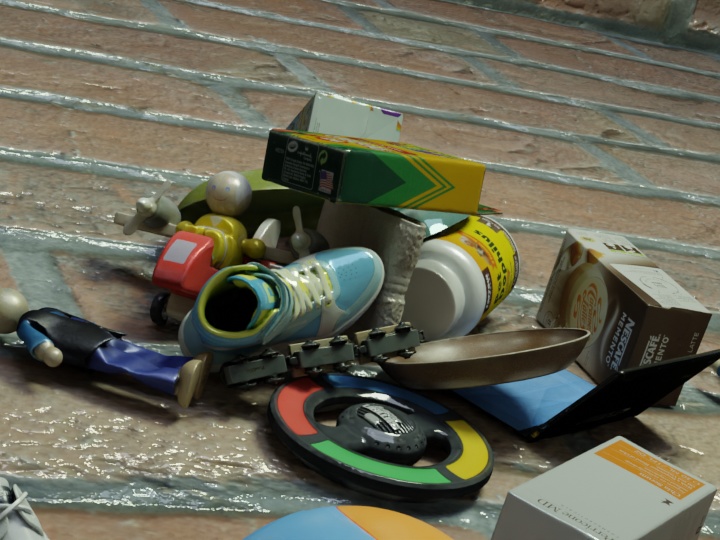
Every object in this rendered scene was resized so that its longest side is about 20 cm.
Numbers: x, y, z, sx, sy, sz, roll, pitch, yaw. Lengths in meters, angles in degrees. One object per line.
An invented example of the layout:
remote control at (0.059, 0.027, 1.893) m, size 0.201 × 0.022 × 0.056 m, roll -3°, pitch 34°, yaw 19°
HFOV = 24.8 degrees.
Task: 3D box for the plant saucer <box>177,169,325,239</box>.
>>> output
plant saucer at (-0.099, -0.072, 1.725) m, size 0.199 × 0.031 × 0.200 m, roll -3°, pitch -13°, yaw -1°

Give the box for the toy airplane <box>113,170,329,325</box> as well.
toy airplane at (-0.122, -0.028, 1.575) m, size 0.200 × 0.141 × 0.199 m, roll -1°, pitch 18°, yaw -21°

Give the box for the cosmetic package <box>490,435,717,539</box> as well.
cosmetic package at (0.196, 0.204, 1.316) m, size 0.101 × 0.071 × 0.200 m, roll 27°, pitch 22°, yaw 28°

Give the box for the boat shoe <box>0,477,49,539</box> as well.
boat shoe at (-0.244, 0.166, 1.066) m, size 0.072 × 0.069 × 0.200 m, roll -2°, pitch 26°, yaw -42°

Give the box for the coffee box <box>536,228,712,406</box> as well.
coffee box at (0.277, 0.048, 1.750) m, size 0.080 × 0.115 × 0.200 m, roll 8°, pitch 20°, yaw -23°

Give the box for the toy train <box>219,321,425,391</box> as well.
toy train at (-0.032, 0.076, 1.440) m, size 0.200 × 0.034 × 0.046 m, roll -10°, pitch -2°, yaw -28°

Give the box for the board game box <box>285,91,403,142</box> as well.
board game box at (-0.030, -0.122, 1.864) m, size 0.103 × 0.105 × 0.200 m, roll 13°, pitch -8°, yaw -11°

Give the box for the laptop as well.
laptop at (0.209, 0.091, 1.582) m, size 0.187 × 0.200 × 0.116 m, roll -7°, pitch 63°, yaw -48°

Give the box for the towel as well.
towel at (0.000, 0.000, 1.579) m, size 0.034 × 0.133 × 0.200 m, roll 11°, pitch 8°, yaw -26°

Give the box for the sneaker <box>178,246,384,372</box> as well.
sneaker at (-0.060, 0.023, 1.427) m, size 0.200 × 0.131 × 0.080 m, roll -26°, pitch 79°, yaw -16°

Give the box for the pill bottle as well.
pill bottle at (0.092, 0.010, 1.709) m, size 0.109 × 0.109 × 0.200 m, roll 21°, pitch 20°, yaw 14°

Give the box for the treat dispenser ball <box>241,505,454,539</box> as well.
treat dispenser ball at (-0.007, 0.229, 0.889) m, size 0.200 × 0.201 × 0.201 m, roll 15°, pitch 19°, yaw -5°

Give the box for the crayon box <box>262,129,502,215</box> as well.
crayon box at (0.025, -0.092, 1.548) m, size 0.200 × 0.051 × 0.127 m, roll 4°, pitch 10°, yaw -38°

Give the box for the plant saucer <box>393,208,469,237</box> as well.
plant saucer at (0.026, -0.044, 1.737) m, size 0.200 × 0.036 × 0.200 m, roll -22°, pitch 5°, yaw 2°

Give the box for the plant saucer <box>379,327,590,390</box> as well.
plant saucer at (0.115, 0.083, 1.515) m, size 0.200 × 0.032 × 0.200 m, roll -7°, pitch 2°, yaw 0°

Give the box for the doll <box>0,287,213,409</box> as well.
doll at (-0.229, 0.063, 1.394) m, size 0.200 × 0.049 × 0.136 m, roll 18°, pitch 9°, yaw 6°

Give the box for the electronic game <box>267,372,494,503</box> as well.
electronic game at (0.018, 0.139, 1.396) m, size 0.200 × 0.042 × 0.200 m, roll 15°, pitch 20°, yaw -5°

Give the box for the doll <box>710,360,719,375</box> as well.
doll at (0.435, 0.115, 1.770) m, size 0.136 × 0.049 × 0.200 m, roll 24°, pitch 24°, yaw -10°
